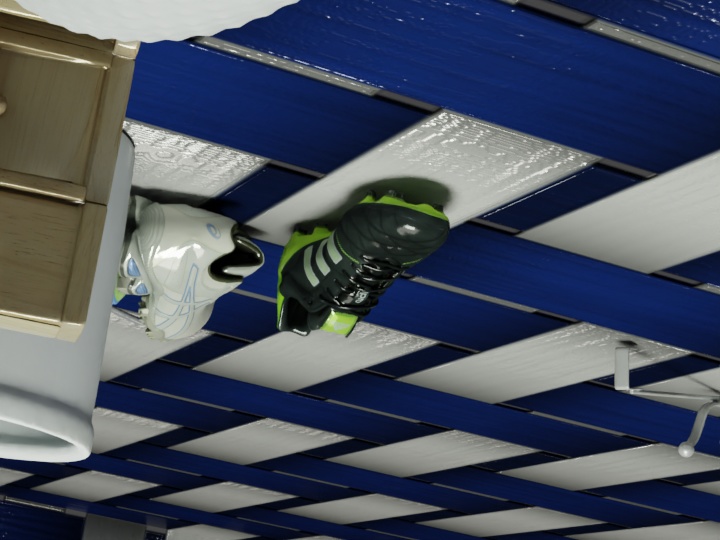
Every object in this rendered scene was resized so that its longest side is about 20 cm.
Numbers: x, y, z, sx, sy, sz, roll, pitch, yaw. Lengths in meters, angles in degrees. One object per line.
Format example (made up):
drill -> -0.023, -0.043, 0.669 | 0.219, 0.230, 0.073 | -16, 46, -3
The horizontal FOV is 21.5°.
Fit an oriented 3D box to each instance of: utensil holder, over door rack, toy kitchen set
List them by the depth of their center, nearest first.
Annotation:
toy kitchen set -> -0.169, -0.097, 0.776 | 0.163, 0.201, 0.180 | 12, 165, -11
utensil holder -> -0.234, 0.003, 1.185 | 0.169, 0.201, 0.170 | 9, 166, 2
over door rack -> 0.310, 0.113, 1.525 | 0.147, 0.067, 0.200 | -4, 160, 38

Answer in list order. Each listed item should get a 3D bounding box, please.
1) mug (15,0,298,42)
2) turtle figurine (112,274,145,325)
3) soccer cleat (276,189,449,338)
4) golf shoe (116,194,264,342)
mug -> -0.080, -0.168, 0.617 | 0.200, 0.148, 0.175 | 48, 151, -15
turtle figurine -> -0.268, 0.030, 1.395 | 0.193, 0.144, 0.200 | 16, 153, 5
soccer cleat -> 0.000, 0.000, 1.262 | 0.067, 0.081, 0.200 | 15, 164, -23
golf shoe -> -0.115, 0.005, 1.372 | 0.097, 0.079, 0.200 | 0, 165, 6
